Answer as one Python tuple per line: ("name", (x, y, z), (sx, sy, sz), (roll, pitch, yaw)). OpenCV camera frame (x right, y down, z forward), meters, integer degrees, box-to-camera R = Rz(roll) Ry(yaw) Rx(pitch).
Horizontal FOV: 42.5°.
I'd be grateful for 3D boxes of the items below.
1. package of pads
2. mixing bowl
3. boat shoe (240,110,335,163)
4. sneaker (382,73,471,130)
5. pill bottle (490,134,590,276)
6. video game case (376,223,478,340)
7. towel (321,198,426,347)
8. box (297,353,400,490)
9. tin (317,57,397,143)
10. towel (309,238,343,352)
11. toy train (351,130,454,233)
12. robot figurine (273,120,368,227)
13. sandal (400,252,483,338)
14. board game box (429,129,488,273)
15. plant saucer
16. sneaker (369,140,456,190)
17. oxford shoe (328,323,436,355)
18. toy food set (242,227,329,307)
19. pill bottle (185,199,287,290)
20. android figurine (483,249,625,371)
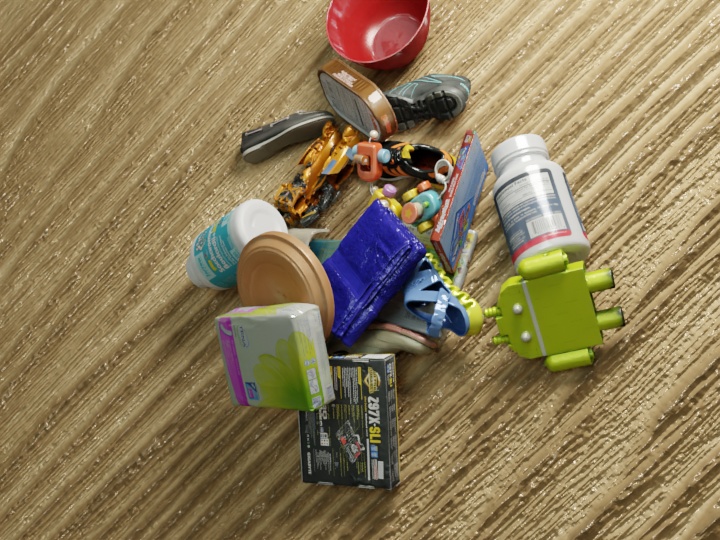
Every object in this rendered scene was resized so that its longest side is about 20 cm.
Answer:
("package of pads", (-0.133, 0.130, 1.427), (0.198, 0.068, 0.158), (-4, 100, 43))
("mixing bowl", (0.047, -0.435, 1.649), (0.197, 0.108, 0.204), (-8, 70, 21))
("boat shoe", (-0.139, -0.261, 1.701), (0.197, 0.067, 0.058), (-21, 69, 21))
("sneaker", (0.104, -0.296, 1.609), (0.197, 0.076, 0.080), (1, 42, 32))
("pill bottle", (0.269, -0.100, 1.424), (0.118, 0.119, 0.203), (-21, 65, 17))
("video game case", (0.078, 0.003, 1.535), (0.197, 0.023, 0.185), (14, 79, 29))
("towel", (0.000, 0.000, 1.458), (0.201, 0.049, 0.148), (-50, 52, 10))
("box", (-0.020, 0.234, 1.448), (0.157, 0.049, 0.204), (-2, 93, 23))
("tin", (-0.008, -0.295, 1.614), (0.042, 0.113, 0.200), (-39, 49, -11))
("towel", (-0.071, 0.044, 1.562), (0.146, 0.021, 0.203), (5, 75, 54))
("toy train", (0.055, -0.138, 1.504), (0.198, 0.055, 0.153), (19, 115, 36))
("robot figurine", (-0.079, -0.165, 1.622), (0.201, 0.058, 0.144), (-54, 34, -10))
("sandal", (0.099, 0.035, 1.440), (0.086, 0.080, 0.200), (-22, 49, -33))
("board game box", (0.159, -0.109, 1.468), (0.019, 0.103, 0.203), (9, 66, 26))
("plant saucer", (-0.125, 0.039, 1.459), (0.198, 0.032, 0.204), (18, 119, 35))
("sneaker", (0.076, -0.192, 1.562), (0.197, 0.090, 0.071), (15, 79, 28))
("oxford shoe", (0.034, 0.123, 1.492), (0.197, 0.070, 0.075), (7, 79, 38))
("toy food set", (-0.127, 0.021, 1.589), (0.142, 0.060, 0.204), (6, 77, 54))
("pill bottle", (-0.221, -0.035, 1.598), (0.199, 0.110, 0.113), (-29, 59, 42))
("android figurine", (0.282, 0.061, 1.361), (0.197, 0.041, 0.185), (-13, 107, 18))
